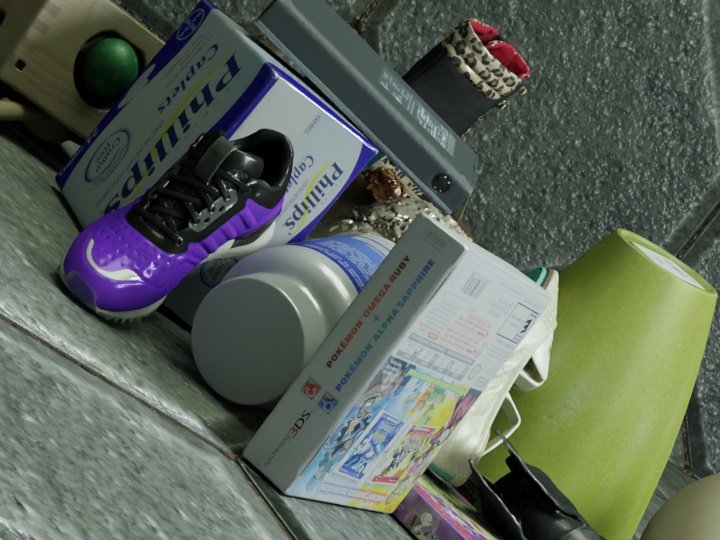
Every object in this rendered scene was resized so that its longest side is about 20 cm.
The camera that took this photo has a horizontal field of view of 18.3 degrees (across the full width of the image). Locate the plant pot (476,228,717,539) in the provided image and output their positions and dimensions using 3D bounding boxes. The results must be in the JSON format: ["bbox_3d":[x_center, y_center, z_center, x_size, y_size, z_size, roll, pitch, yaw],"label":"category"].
[{"bbox_3d":[0.183,0.076,1.731,0.186,0.201,0.187,30,12,-7],"label":"plant pot"}]

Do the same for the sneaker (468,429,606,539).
[{"bbox_3d":[0.134,0.184,1.617,0.104,0.060,0.200,48,-1,21],"label":"sneaker"}]

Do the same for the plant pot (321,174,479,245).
[{"bbox_3d":[0.025,-0.009,1.972,0.200,0.187,0.187,39,5,15],"label":"plant pot"}]

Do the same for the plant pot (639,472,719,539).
[{"bbox_3d":[0.258,0.252,1.540,0.187,0.188,0.200,39,19,9],"label":"plant pot"}]

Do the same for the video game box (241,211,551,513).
[{"bbox_3d":[0.028,0.064,1.400,0.047,0.183,0.200,36,3,21],"label":"video game box"}]

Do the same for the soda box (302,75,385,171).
[{"bbox_3d":[-0.072,-0.080,1.788,0.067,0.199,0.065,10,58,-43],"label":"soda box"}]

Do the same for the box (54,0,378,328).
[{"bbox_3d":[-0.110,-0.077,1.632,0.105,0.184,0.200,38,4,-29],"label":"box"}]

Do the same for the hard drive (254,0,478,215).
[{"bbox_3d":[0.007,-0.134,1.678,0.200,0.033,0.140,45,12,-7],"label":"hard drive"}]

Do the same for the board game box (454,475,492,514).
[{"bbox_3d":[0.078,0.139,1.845,0.101,0.048,0.200,34,7,-46],"label":"board game box"}]

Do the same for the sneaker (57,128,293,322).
[{"bbox_3d":[-0.112,-0.043,1.436,0.070,0.100,0.200,42,39,13],"label":"sneaker"}]

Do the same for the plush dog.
[{"bbox_3d":[0.000,0.000,1.729,0.171,0.199,0.162,-10,81,-54],"label":"plush dog"}]

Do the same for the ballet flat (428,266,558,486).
[{"bbox_3d":[0.100,0.080,1.635,0.062,0.200,0.067,46,-35,-8],"label":"ballet flat"}]

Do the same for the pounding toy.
[{"bbox_3d":[-0.249,-0.157,1.797,0.184,0.143,0.200,36,-5,-35],"label":"pounding toy"}]

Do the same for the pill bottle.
[{"bbox_3d":[-0.035,0.036,1.506,0.112,0.112,0.200,40,17,15],"label":"pill bottle"}]

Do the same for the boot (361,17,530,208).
[{"bbox_3d":[0.078,-0.125,1.854,0.200,0.150,0.073,28,28,-53],"label":"boot"}]

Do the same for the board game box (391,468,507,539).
[{"bbox_3d":[0.055,0.170,1.546,0.200,0.032,0.120,43,10,34],"label":"board game box"}]

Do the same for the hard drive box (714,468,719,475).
[{"bbox_3d":[0.342,0.268,1.982,0.077,0.156,0.200,43,8,38],"label":"hard drive box"}]
